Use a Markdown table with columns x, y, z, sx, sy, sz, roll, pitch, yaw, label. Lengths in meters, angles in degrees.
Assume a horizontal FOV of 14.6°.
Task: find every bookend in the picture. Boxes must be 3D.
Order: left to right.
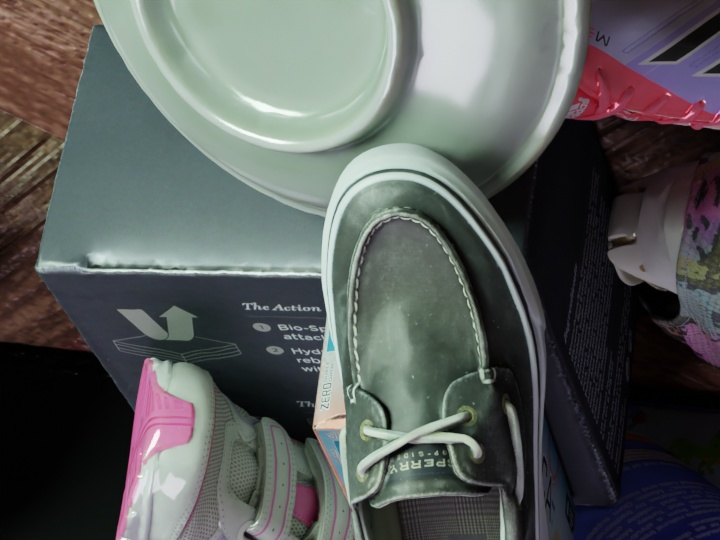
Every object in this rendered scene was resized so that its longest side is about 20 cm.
| x | y | z | sx | sy | sz | roll | pitch | yaw | label |
| --- | --- | --- | --- | --- | --- | --- | --- | --- | --- |
| -0.168 | 0.147 | 1.390 | 0.197 | 0.201 | 0.092 | 6 | 152 | 9 | bookend |

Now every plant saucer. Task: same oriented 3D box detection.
| x | y | z | sx | sy | sz | roll | pitch | yaw | label |
| --- | --- | --- | --- | --- | --- | --- | --- | --- | --- |
| -0.022 | -0.097 | 0.939 | 0.199 | 0.050 | 0.201 | 16 | 125 | 25 | plant saucer |

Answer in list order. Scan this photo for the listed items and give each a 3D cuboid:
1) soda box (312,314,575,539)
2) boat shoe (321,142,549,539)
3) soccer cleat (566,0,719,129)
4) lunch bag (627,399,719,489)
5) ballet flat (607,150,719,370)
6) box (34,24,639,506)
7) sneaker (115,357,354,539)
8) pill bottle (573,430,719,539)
| x | y | z | sx | sy | sz | roll | pitch | yaw | label |
| --- | --- | --- | --- | --- | --- | --- | --- | --- | --- |
| 0.036 | 0.076 | 1.072 | 0.063 | 0.069 | 0.200 | 0 | 149 | 13 | soda box |
| 0.029 | 0.060 | 0.933 | 0.072 | 0.071 | 0.201 | -9 | 107 | 15 | boat shoe |
| 0.097 | -0.076 | 1.008 | 0.199 | 0.077 | 0.067 | 19 | 151 | -13 | soccer cleat |
| 0.150 | 0.135 | 1.378 | 0.159 | 0.083 | 0.200 | 7 | 153 | 2 | lunch bag |
| 0.132 | -0.007 | 1.112 | 0.071 | 0.070 | 0.200 | 16 | 167 | 8 | ballet flat |
| 0.000 | 0.000 | 1.141 | 0.195 | 0.118 | 0.200 | 1 | 151 | 17 | box |
| -0.042 | 0.092 | 1.128 | 0.088 | 0.082 | 0.200 | 3 | 159 | 12 | sneaker |
| 0.137 | 0.150 | 1.174 | 0.112 | 0.113 | 0.200 | 29 | -176 | -30 | pill bottle |
